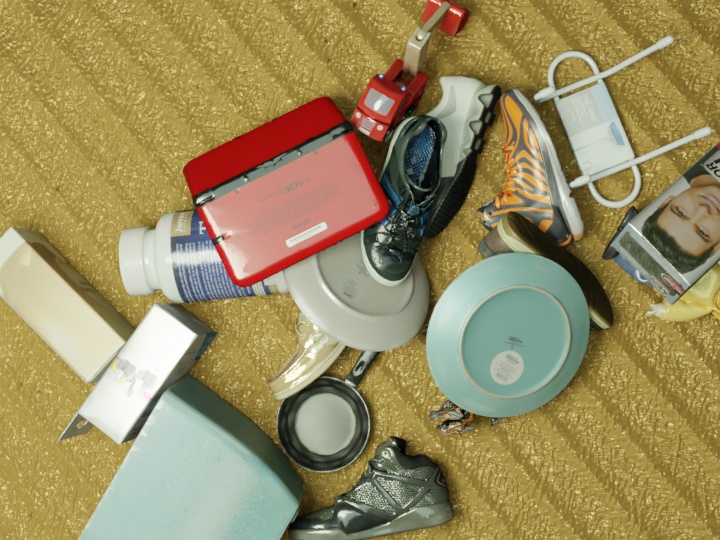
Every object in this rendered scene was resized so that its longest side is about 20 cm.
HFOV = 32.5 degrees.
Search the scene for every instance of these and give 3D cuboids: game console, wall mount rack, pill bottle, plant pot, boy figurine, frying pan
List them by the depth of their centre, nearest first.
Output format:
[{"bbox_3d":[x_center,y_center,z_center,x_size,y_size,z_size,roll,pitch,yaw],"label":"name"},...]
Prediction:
[{"bbox_3d":[-0.089,-0.095,1.437,0.199,0.119,0.173,-27,90,-2],"label":"game console"},{"bbox_3d":[-0.179,0.264,1.443,0.199,0.196,0.196,31,90,0],"label":"plant pot"},{"bbox_3d":[0.385,0.009,1.463,0.199,0.064,0.125,33,84,8],"label":"boy figurine"},{"bbox_3d":[0.308,-0.183,1.471,0.173,0.075,0.201,-22,87,3],"label":"wall mount rack"},{"bbox_3d":[-0.183,-0.020,1.489,0.199,0.111,0.112,-5,87,5],"label":"pill bottle"},{"bbox_3d":[-0.037,0.150,1.509,0.114,0.031,0.191,11,85,5],"label":"frying pan"}]

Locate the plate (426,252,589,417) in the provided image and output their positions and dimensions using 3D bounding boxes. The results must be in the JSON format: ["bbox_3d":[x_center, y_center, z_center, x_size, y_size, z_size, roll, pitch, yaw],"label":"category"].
[{"bbox_3d":[0.173,0.079,1.408,0.199,0.026,0.201,-4,108,-14],"label":"plate"}]

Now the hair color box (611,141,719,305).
[{"bbox_3d":[0.395,-0.063,1.424,0.200,0.061,0.099,-39,78,-22],"label":"hair color box"}]

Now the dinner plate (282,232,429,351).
[{"bbox_3d":[0.000,0.000,1.451,0.199,0.024,0.201,15,56,-23],"label":"dinner plate"}]

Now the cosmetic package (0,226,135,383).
[{"bbox_3d":[-0.364,0.042,1.507,0.200,0.105,0.071,44,92,4],"label":"cosmetic package"}]

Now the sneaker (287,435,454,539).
[{"bbox_3d":[0.005,0.263,1.481,0.198,0.076,0.115,-13,85,1],"label":"sneaker"}]

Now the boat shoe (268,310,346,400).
[{"bbox_3d":[-0.046,0.068,1.488,0.200,0.074,0.069,-45,103,-7],"label":"boat shoe"}]

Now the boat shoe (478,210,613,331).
[{"bbox_3d":[0.219,0.008,1.458,0.065,0.073,0.200,-35,115,31],"label":"boat shoe"}]

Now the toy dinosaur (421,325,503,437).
[{"bbox_3d":[0.150,0.104,1.478,0.136,0.102,0.200,48,57,-9],"label":"toy dinosaur"}]

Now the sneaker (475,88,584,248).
[{"bbox_3d":[0.182,-0.110,1.478,0.111,0.078,0.201,-22,86,3],"label":"sneaker"}]

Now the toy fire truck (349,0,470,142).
[{"bbox_3d":[0.060,-0.243,1.461,0.049,0.200,0.142,29,119,6],"label":"toy fire truck"}]

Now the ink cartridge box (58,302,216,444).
[{"bbox_3d":[-0.266,0.138,1.488,0.068,0.115,0.200,36,92,6],"label":"ink cartridge box"}]

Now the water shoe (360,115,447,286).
[{"bbox_3d":[0.049,-0.081,1.415,0.071,0.079,0.201,11,90,-13],"label":"water shoe"}]

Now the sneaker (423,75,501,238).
[{"bbox_3d":[0.096,-0.140,1.497,0.088,0.074,0.201,20,87,19],"label":"sneaker"}]
